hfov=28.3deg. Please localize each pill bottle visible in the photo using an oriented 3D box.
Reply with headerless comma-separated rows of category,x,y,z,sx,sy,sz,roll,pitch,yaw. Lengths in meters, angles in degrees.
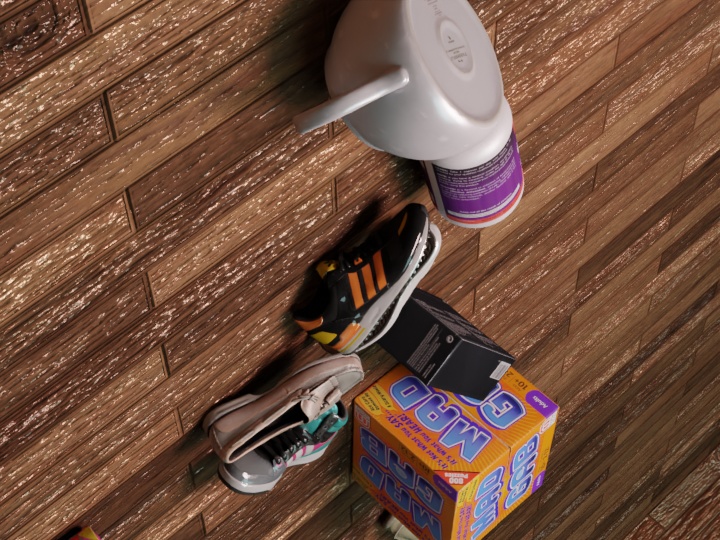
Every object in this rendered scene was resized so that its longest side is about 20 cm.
pill bottle,0.119,-0.138,1.592,0.112,0.112,0.200,-45,153,-12

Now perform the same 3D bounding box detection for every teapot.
teapot,0.032,-0.183,1.364,0.146,0.198,0.200,-23,142,30

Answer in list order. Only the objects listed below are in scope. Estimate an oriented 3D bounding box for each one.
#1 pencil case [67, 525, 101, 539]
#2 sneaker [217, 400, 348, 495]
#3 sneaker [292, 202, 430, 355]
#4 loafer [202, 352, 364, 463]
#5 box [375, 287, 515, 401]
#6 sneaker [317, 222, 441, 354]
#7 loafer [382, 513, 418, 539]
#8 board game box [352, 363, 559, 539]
pencil case,-0.344,0.368,1.555,0.200,0.088,0.088,-36,150,-23
sneaker,-0.083,0.193,1.729,0.200,0.084,0.121,-24,149,-55
sneaker,0.000,0.000,1.617,0.090,0.070,0.200,27,107,-20
loafer,-0.082,0.164,1.655,0.200,0.063,0.072,-24,142,-7
box,0.094,0.087,1.809,0.079,0.141,0.200,-52,153,8
sneaker,0.030,0.023,1.707,0.200,0.073,0.085,-46,176,14
loafer,0.102,0.410,2.313,0.076,0.068,0.200,-54,153,8
board game box,0.128,0.241,1.987,0.200,0.200,0.200,-35,149,-27
